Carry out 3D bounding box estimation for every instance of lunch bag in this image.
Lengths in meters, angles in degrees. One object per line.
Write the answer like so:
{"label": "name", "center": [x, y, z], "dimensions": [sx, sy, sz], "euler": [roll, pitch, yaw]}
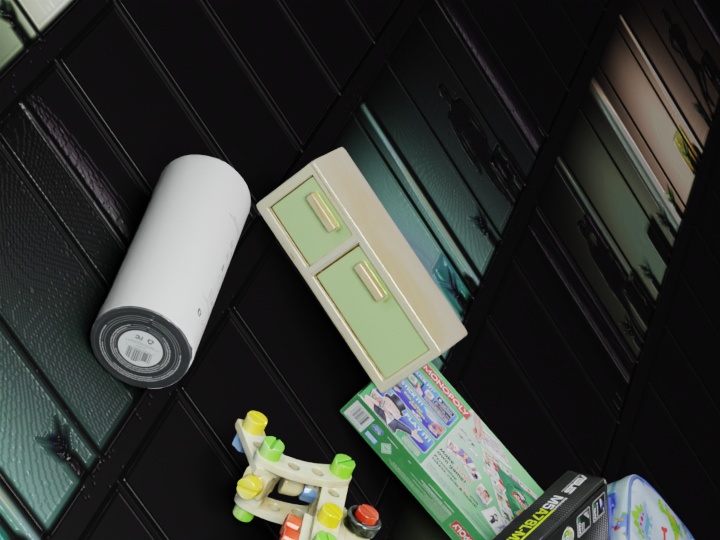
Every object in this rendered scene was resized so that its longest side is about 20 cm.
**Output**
{"label": "lunch bag", "center": [0.275, 0.314, 2.080], "dimensions": [0.161, 0.082, 0.201], "euler": [47, 34, -32]}

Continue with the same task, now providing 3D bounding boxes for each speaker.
{"label": "speaker", "center": [-0.144, -0.003, 1.626], "dimensions": [0.081, 0.081, 0.201], "euler": [50, 32, -25]}

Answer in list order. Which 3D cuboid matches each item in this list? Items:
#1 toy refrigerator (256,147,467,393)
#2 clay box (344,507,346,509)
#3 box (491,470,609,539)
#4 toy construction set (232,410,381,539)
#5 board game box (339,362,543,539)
{"label": "toy refrigerator", "center": [0.000, 0.000, 1.838], "dimensions": [0.201, 0.076, 0.070], "euler": [57, 30, 2]}
{"label": "clay box", "center": [-0.016, 0.278, 1.658], "dimensions": [0.115, 0.047, 0.200], "euler": [54, 31, -19]}
{"label": "box", "center": [0.154, 0.303, 1.804], "dimensions": [0.193, 0.047, 0.201], "euler": [-34, 126, -50]}
{"label": "toy construction set", "center": [-0.056, 0.200, 1.585], "dimensions": [0.130, 0.092, 0.201], "euler": [25, 40, -6]}
{"label": "board game box", "center": [0.081, 0.168, 1.870], "dimensions": [0.200, 0.029, 0.135], "euler": [49, 28, 2]}
